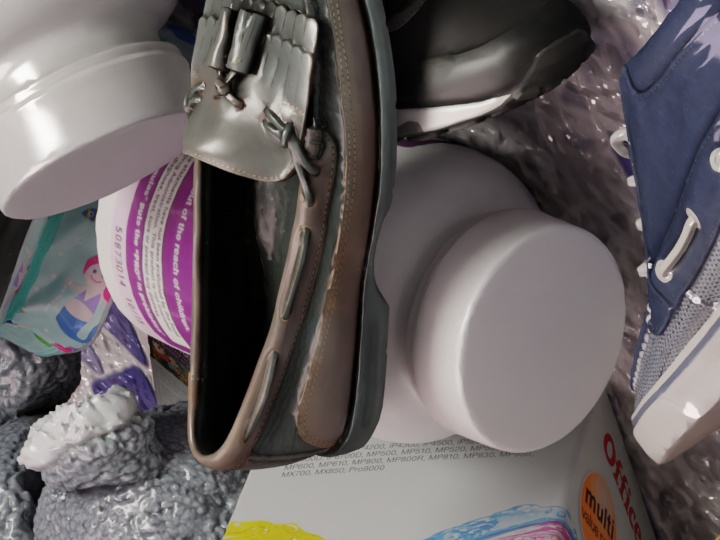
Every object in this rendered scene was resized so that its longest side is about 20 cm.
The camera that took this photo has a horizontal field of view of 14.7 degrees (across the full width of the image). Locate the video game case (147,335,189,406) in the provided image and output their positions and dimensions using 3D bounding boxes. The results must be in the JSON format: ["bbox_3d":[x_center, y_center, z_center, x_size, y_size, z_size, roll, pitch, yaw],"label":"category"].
[{"bbox_3d":[-0.017,0.071,1.248,0.200,0.036,0.182,38,153,25],"label":"video game case"}]

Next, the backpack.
[{"bbox_3d":[-0.162,-0.049,1.158,0.150,0.178,0.200,26,164,-21],"label":"backpack"}]

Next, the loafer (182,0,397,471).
[{"bbox_3d":[-0.029,-0.026,0.920,0.072,0.063,0.201,20,119,49],"label":"loafer"}]

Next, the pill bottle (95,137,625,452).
[{"bbox_3d":[0.000,0.000,1.037,0.200,0.112,0.113,22,143,46],"label":"pill bottle"}]

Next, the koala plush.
[{"bbox_3d":[-0.108,0.117,1.222,0.177,0.184,0.200,48,147,-19],"label":"koala plush"}]

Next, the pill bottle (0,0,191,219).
[{"bbox_3d":[-0.132,-0.125,1.004,0.201,0.111,0.111,64,156,10],"label":"pill bottle"}]

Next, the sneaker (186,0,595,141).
[{"bbox_3d":[-0.006,-0.105,0.956,0.200,0.076,0.088,17,134,49],"label":"sneaker"}]

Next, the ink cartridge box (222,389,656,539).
[{"bbox_3d":[0.026,0.159,1.066,0.144,0.200,0.146,-5,128,22],"label":"ink cartridge box"}]

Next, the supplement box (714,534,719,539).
[{"bbox_3d":[0.181,0.170,1.015,0.126,0.073,0.200,38,152,24],"label":"supplement box"}]

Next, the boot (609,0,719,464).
[{"bbox_3d":[0.115,-0.019,0.889,0.090,0.073,0.200,51,147,16],"label":"boot"}]
